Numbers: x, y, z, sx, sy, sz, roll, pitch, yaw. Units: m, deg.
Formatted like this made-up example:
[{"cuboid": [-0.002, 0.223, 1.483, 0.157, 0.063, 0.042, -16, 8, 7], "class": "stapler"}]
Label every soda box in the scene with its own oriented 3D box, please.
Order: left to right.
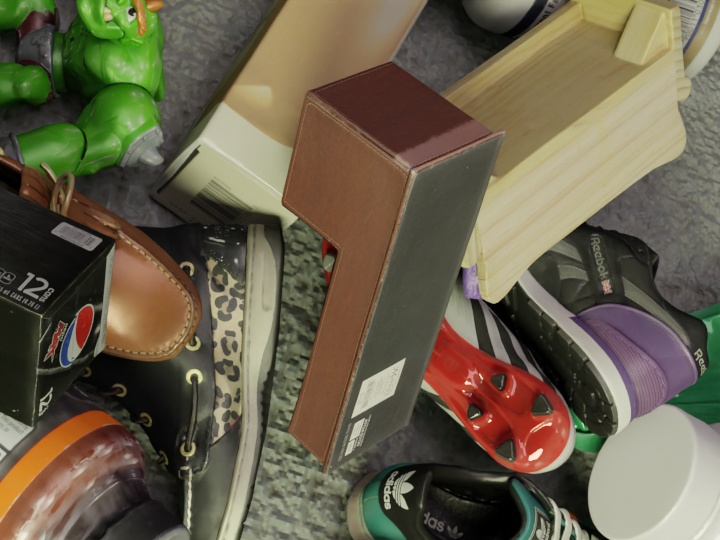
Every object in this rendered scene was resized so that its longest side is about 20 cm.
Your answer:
[{"cuboid": [-0.210, -0.011, 0.694, 0.198, 0.071, 0.063, 24, 40, 12], "class": "soda box"}]

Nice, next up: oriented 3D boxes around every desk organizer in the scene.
[{"cuboid": [0.000, 0.000, 0.812, 0.077, 0.202, 0.071, 38, 42, 27], "class": "desk organizer"}]

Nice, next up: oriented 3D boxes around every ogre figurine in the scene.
[{"cuboid": [-0.165, -0.125, 0.852, 0.118, 0.099, 0.201, 2, 44, -9], "class": "ogre figurine"}]

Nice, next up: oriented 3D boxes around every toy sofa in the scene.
[{"cuboid": [0.097, -0.077, 0.889, 0.199, 0.082, 0.098, -37, 132, -27], "class": "toy sofa"}]

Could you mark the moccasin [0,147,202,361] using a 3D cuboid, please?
[{"cuboid": [-0.166, -0.022, 0.753, 0.201, 0.078, 0.074, 38, 88, -6], "class": "moccasin"}]

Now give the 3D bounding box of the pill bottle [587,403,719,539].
[{"cuboid": [0.229, 0.157, 0.904, 0.199, 0.111, 0.113, 32, 64, -27], "class": "pill bottle"}]

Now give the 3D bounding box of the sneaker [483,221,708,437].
[{"cuboid": [0.125, 0.004, 0.915, 0.087, 0.076, 0.201, -26, 57, -15], "class": "sneaker"}]

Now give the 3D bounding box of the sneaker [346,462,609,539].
[{"cuboid": [0.093, 0.159, 0.882, 0.198, 0.080, 0.072, 20, 68, -20], "class": "sneaker"}]

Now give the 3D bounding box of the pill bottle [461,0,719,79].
[{"cuboid": [0.131, -0.196, 0.988, 0.198, 0.111, 0.113, 15, 69, -19], "class": "pill bottle"}]

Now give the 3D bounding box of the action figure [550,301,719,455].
[{"cuboid": [0.186, 0.073, 0.959, 0.197, 0.055, 0.120, -7, 67, -14], "class": "action figure"}]

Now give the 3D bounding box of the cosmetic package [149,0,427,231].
[{"cuboid": [-0.033, -0.115, 0.898, 0.071, 0.105, 0.201, 35, 63, -12], "class": "cosmetic package"}]

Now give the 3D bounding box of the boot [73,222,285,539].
[{"cuboid": [-0.125, 0.067, 0.828, 0.152, 0.073, 0.207, 9, 87, -4], "class": "boot"}]

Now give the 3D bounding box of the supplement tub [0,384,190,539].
[{"cuboid": [-0.176, 0.091, 0.739, 0.199, 0.107, 0.107, 36, 62, 16], "class": "supplement tub"}]

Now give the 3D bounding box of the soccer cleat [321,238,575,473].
[{"cuboid": [0.051, 0.041, 0.907, 0.069, 0.085, 0.200, -47, 68, 5], "class": "soccer cleat"}]
